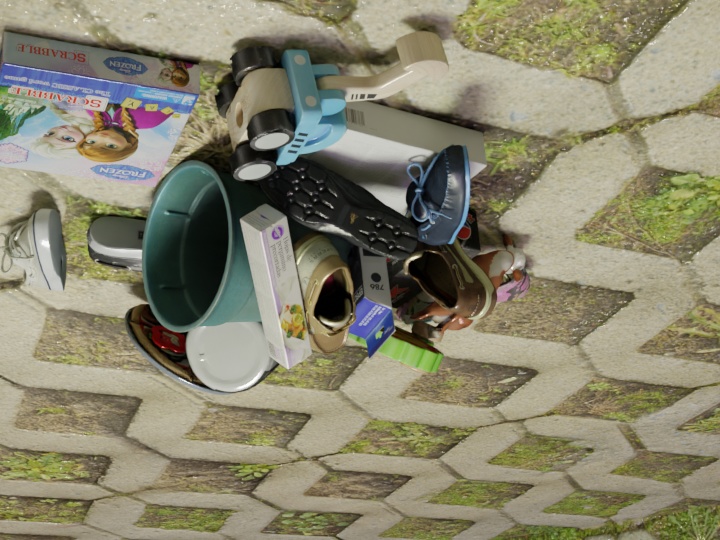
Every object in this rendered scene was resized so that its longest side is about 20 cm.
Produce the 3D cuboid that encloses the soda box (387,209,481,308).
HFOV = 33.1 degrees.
[{"bbox_3d":[0.075,-0.018,1.629,0.071,0.064,0.200,12,151,-30],"label":"soda box"}]

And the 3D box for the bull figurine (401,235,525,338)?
[{"bbox_3d":[0.143,0.025,1.629,0.121,0.065,0.200,-29,-174,40],"label":"bull figurine"}]

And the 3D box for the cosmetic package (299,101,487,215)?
[{"bbox_3d":[0.022,-0.126,1.410,0.199,0.052,0.151,11,148,-28],"label":"cosmetic package"}]

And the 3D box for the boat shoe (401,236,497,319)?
[{"bbox_3d":[0.083,-0.018,1.491,0.075,0.202,0.075,1,123,-43],"label":"boat shoe"}]

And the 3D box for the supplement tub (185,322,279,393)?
[{"bbox_3d":[-0.155,0.088,1.671,0.122,0.123,0.200,-10,-172,12],"label":"supplement tub"}]

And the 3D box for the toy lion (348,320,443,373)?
[{"bbox_3d":[0.023,0.085,1.649,0.200,0.069,0.192,24,-176,17],"label":"toy lion"}]

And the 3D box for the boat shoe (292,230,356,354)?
[{"bbox_3d":[-0.041,0.042,1.411,0.074,0.066,0.200,-34,145,-16],"label":"boat shoe"}]

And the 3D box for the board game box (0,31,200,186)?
[{"bbox_3d":[-0.292,-0.165,1.294,0.199,0.041,0.200,6,153,-20],"label":"board game box"}]

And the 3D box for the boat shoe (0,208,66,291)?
[{"bbox_3d":[-0.423,-0.026,1.540,0.086,0.075,0.202,3,163,-8],"label":"boat shoe"}]

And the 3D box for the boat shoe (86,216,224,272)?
[{"bbox_3d":[-0.254,-0.019,1.565,0.199,0.070,0.066,7,146,-16],"label":"boat shoe"}]

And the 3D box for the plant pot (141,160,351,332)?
[{"bbox_3d":[-0.130,-0.019,1.468,0.196,0.201,0.200,8,153,-39],"label":"plant pot"}]

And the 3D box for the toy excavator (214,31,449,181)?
[{"bbox_3d":[-0.031,-0.183,1.258,0.199,0.100,0.194,-7,160,-25],"label":"toy excavator"}]

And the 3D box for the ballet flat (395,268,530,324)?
[{"bbox_3d":[0.141,0.022,1.733,0.199,0.069,0.071,-12,136,9],"label":"ballet flat"}]

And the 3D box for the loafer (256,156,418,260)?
[{"bbox_3d":[-0.028,-0.071,1.364,0.200,0.068,0.070,27,-176,-11],"label":"loafer"}]

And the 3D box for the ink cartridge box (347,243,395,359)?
[{"bbox_3d":[0.000,0.000,1.496,0.039,0.201,0.099,2,153,-20],"label":"ink cartridge box"}]

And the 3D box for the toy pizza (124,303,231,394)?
[{"bbox_3d":[-0.242,0.104,1.728,0.200,0.200,0.032,19,112,-40],"label":"toy pizza"}]

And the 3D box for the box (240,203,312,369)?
[{"bbox_3d":[-0.093,0.021,1.366,0.039,0.041,0.200,-33,132,-29],"label":"box"}]

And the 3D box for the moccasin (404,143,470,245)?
[{"bbox_3d":[0.083,-0.075,1.378,0.068,0.081,0.200,2,153,-4],"label":"moccasin"}]
